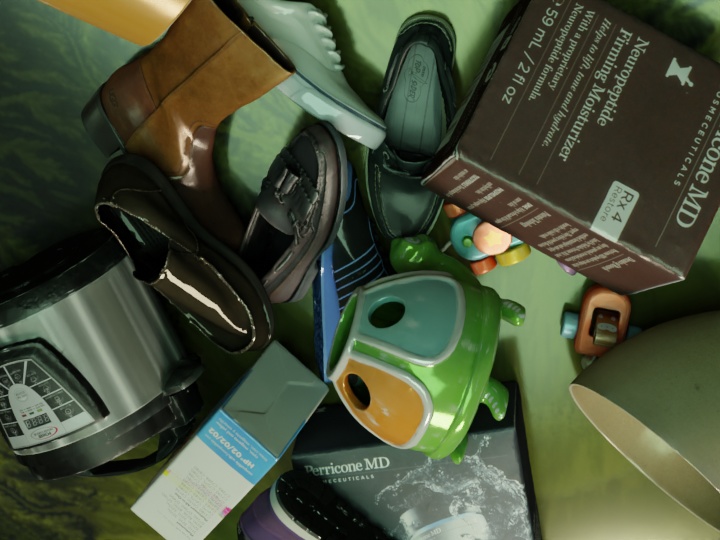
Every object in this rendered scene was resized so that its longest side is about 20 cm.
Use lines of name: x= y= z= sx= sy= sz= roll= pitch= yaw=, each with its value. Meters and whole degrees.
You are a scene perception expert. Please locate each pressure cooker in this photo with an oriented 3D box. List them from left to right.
pressure cooker: x=-0.233 y=0.084 z=1.498 sx=0.178 sy=0.176 sz=0.200 roll=-30 pitch=105 yaw=-16

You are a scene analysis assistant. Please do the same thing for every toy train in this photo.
toy train: x=0.153 y=0.007 z=1.498 sx=0.199 sy=0.056 sz=0.151 roll=16 pitch=108 yaw=0

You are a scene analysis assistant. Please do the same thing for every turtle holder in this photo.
turtle holder: x=0.051 y=0.053 z=1.418 sx=0.131 sy=0.141 sz=0.186 roll=19 pitch=77 yaw=-9

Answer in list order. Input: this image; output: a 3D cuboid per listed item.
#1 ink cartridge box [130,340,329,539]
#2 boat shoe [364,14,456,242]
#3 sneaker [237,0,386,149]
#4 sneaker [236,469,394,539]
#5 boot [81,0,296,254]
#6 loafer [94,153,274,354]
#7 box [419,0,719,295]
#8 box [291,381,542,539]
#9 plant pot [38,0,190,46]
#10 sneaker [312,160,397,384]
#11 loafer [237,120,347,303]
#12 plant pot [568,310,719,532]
ink cartridge box: x=-0.123 y=0.165 z=1.520 sx=0.068 sy=0.115 sz=0.200 roll=41 pitch=126 yaw=-1
boat shoe: x=0.044 y=-0.109 z=1.466 sx=0.074 sy=0.066 sz=0.200 roll=12 pitch=109 yaw=0
sneaker: x=-0.049 y=-0.181 z=1.436 sx=0.200 sy=0.073 sz=0.071 roll=40 pitch=97 yaw=2
sneaker: x=-0.016 y=0.258 z=1.476 sx=0.200 sy=0.076 sz=0.088 roll=44 pitch=122 yaw=-3
boot: x=-0.114 y=-0.120 z=1.447 sx=0.200 sy=0.068 sz=0.188 roll=-36 pitch=89 yaw=39
loafer: x=-0.154 y=-0.001 z=1.448 sx=0.200 sy=0.071 sz=0.073 roll=48 pitch=130 yaw=-11
box: x=0.178 y=-0.102 z=1.379 sx=0.200 sy=0.164 sz=0.166 roll=27 pitch=82 yaw=-4
box: x=0.055 y=0.218 z=1.544 sx=0.196 sy=0.117 sz=0.201 roll=-8 pitch=106 yaw=8
plant pot: x=-0.208 y=-0.279 z=1.380 sx=0.183 sy=0.200 sz=0.200 roll=34 pitch=108 yaw=-20
sneaker: x=0.000 y=0.000 z=1.510 sx=0.078 sy=0.070 sz=0.201 roll=-4 pitch=106 yaw=-11
loafer: x=-0.062 y=-0.038 z=1.446 sx=0.063 sy=0.072 sz=0.200 roll=-14 pitch=146 yaw=-28
plant pot: x=0.292 y=0.112 z=1.464 sx=0.200 sy=0.200 sz=0.135 roll=43 pitch=82 yaw=-8
